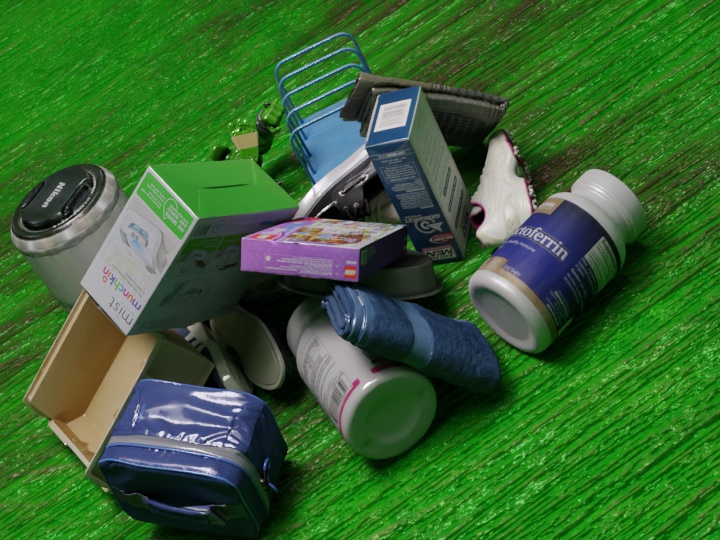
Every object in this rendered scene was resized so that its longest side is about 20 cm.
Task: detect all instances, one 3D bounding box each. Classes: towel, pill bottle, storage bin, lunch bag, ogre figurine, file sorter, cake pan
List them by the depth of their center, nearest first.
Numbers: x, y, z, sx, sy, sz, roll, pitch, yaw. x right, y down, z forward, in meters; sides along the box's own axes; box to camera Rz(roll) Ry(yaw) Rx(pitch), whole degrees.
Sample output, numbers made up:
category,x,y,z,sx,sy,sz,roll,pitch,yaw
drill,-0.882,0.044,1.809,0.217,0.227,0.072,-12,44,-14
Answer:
category,x,y,z,sx,sy,sz,roll,pitch,yaw
towel,0.057,0.069,1.530,0.049,0.199,0.112,-60,26,15
lunch bag,-0.178,0.217,1.561,0.198,0.136,0.133,5,52,22
pill bottle,0.223,-0.014,1.583,0.200,0.116,0.115,-44,39,-19
pill bottle,-0.005,0.111,1.594,0.113,0.114,0.200,-34,38,-5
cake pan,0.000,0.000,1.684,0.198,0.037,0.200,3,10,0
storage bin,-0.300,0.141,1.725,0.200,0.093,0.200,32,93,49
towel,0.075,-0.197,1.795,0.198,0.193,0.035,9,81,-6
ogre figurine,-0.169,-0.140,1.977,0.097,0.202,0.120,13,2,-2
file sorter,-0.034,-0.222,1.985,0.138,0.123,0.201,-24,37,7

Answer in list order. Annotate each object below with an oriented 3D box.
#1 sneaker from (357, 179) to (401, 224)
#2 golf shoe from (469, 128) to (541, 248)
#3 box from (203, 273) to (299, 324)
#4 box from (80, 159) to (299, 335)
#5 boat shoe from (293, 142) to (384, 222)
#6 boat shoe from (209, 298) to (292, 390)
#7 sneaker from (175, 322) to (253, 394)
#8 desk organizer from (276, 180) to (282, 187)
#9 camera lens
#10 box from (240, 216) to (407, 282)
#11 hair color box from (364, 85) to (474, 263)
category,x,y,z,sx,sy,sz,roll,pitch,yaw
sneaker,0.012,-0.083,1.838,0.199,0.078,0.099,-39,43,-9
golf shoe,0.169,-0.103,1.757,0.091,0.076,0.201,-24,36,13
box,-0.165,0.015,1.810,0.198,0.110,0.035,-17,59,16
box,-0.193,-0.028,1.638,0.097,0.199,0.177,44,117,19
boat shoe,-0.005,-0.095,1.785,0.200,0.070,0.066,-41,66,-11
boat shoe,-0.119,0.087,1.741,0.065,0.075,0.199,3,16,-32
sneaker,-0.200,0.125,1.751,0.084,0.075,0.200,-41,32,-4
desk organizer,-0.170,-0.028,1.891,0.199,0.077,0.072,-34,1,20
camera lens,-0.365,-0.030,1.922,0.158,0.201,0.161,-18,38,15
box,-0.037,-0.026,1.598,0.135,0.040,0.200,6,10,17
hair color box,0.074,-0.113,1.722,0.060,0.201,0.101,-9,42,24
